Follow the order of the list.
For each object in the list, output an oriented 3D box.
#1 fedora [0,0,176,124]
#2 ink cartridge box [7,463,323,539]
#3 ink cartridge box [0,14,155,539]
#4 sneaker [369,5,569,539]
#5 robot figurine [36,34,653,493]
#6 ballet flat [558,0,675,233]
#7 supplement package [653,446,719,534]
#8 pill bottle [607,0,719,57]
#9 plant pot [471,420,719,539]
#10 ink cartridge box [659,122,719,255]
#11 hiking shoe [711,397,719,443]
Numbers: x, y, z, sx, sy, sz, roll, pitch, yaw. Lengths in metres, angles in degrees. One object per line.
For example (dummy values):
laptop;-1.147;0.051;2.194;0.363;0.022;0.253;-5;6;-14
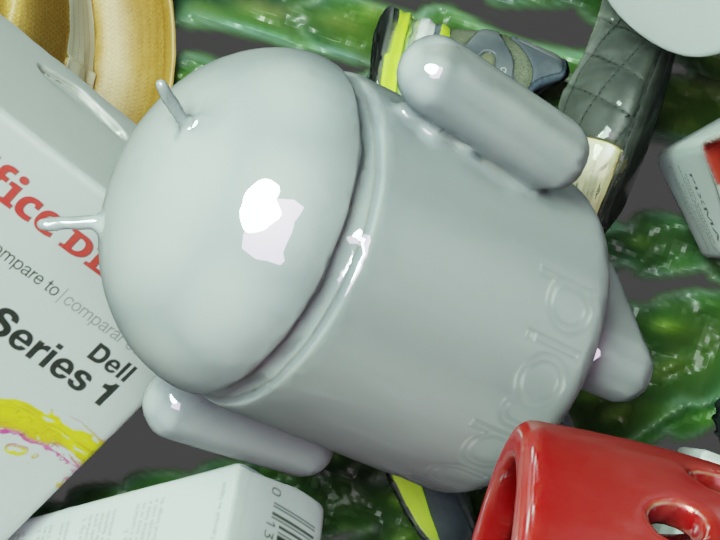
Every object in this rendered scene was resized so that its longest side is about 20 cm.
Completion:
fedora;-0.165;-0.084;0.868;0.199;0.082;0.202;0;87;4
ink cartridge box;-0.109;0.162;0.808;0.199;0.057;0.164;-20;49;41
ink cartridge box;-0.161;0.019;0.811;0.200;0.084;0.145;-44;123;11
sneaker;0.041;0.003;0.858;0.080;0.074;0.202;1;88;0
robot figurine;0.000;0.000;0.748;0.199;0.113;0.170;23;117;-29
ballet flat;0.089;-0.101;0.848;0.056;0.067;0.201;10;65;2
supplement package;0.188;0.152;0.813;0.199;0.120;0.122;21;87;5
pill bottle;0.170;-0.151;0.799;0.199;0.112;0.113;-32;84;-30
plant pot;0.108;0.157;0.660;0.181;0.200;0.202;12;87;2
ink cartridge box;0.187;-0.060;0.778;0.162;0.200;0.057;-28;95;2
hiking shoe;0.223;0.067;0.824;0.199;0.074;0.087;-4;97;23
